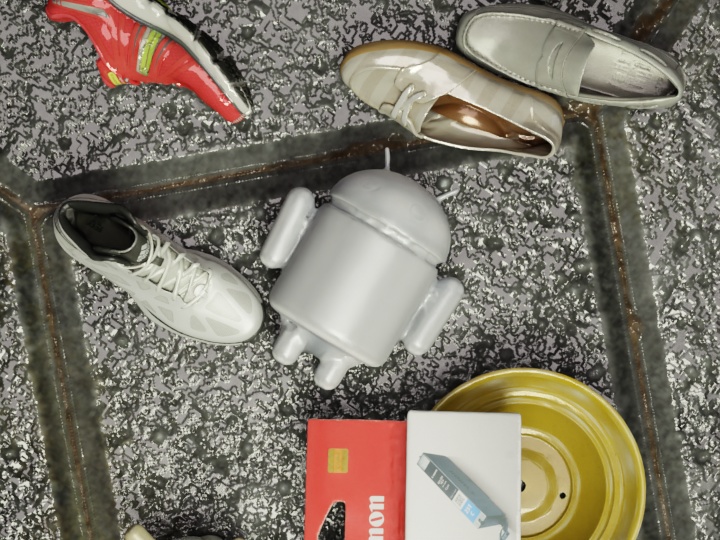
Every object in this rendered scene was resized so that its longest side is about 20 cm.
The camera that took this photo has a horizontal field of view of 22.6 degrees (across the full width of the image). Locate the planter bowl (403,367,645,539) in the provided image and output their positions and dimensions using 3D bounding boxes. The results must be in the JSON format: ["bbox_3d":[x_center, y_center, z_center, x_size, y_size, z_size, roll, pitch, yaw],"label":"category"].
[{"bbox_3d":[0.136,0.184,1.522,0.200,0.083,0.201,0,85,3],"label":"planter bowl"}]

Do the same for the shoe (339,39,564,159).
[{"bbox_3d":[0.078,-0.141,1.521,0.199,0.053,0.070,16,134,-6],"label":"shoe"}]

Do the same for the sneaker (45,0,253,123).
[{"bbox_3d":[-0.178,-0.182,1.516,0.200,0.077,0.085,39,99,3],"label":"sneaker"}]

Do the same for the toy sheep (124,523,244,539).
[{"bbox_3d":[-0.121,0.282,1.487,0.138,0.138,0.200,-37,99,-3],"label":"toy sheep"}]

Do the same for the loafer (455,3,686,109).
[{"bbox_3d":[0.180,-0.181,1.529,0.199,0.070,0.070,11,105,-3],"label":"loafer"}]

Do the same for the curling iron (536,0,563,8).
[{"bbox_3d":[0.111,-0.308,1.545,0.200,0.026,0.050,49,125,0],"label":"curling iron"}]

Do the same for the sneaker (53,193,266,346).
[{"bbox_3d":[-0.169,0.004,1.488,0.200,0.115,0.076,30,89,-4],"label":"sneaker"}]

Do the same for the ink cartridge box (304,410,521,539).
[{"bbox_3d":[0.040,0.214,1.445,0.176,0.045,0.201,1,76,2],"label":"ink cartridge box"}]

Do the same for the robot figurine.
[{"bbox_3d":[0.000,0.000,1.501,0.169,0.113,0.200,32,89,-5],"label":"robot figurine"}]
